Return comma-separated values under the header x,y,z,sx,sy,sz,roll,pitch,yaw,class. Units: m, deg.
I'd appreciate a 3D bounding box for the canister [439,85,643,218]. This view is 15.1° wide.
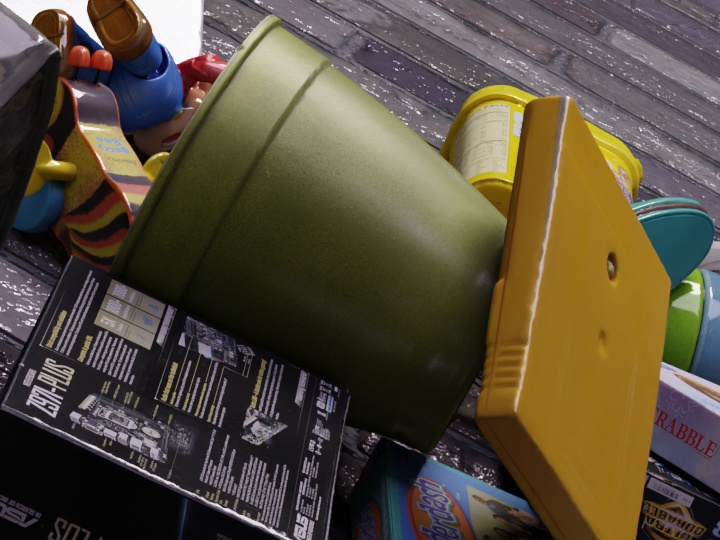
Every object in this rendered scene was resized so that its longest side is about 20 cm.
x,y,z,sx,sy,sz,roll,pitch,yaw,class
0.130,-0.048,1.970,0.148,0.087,0.200,26,21,-6,canister

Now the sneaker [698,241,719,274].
x,y,z,sx,sy,sz,roll,pitch,yaw,class
0.295,0.038,1.990,0.200,0.075,0.082,18,21,-29,sneaker

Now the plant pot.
x,y,z,sx,sy,sz,roll,pitch,yaw,class
-0.013,-0.003,1.457,0.193,0.200,0.200,30,20,3,plant pot

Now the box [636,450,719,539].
x,y,z,sx,sy,sz,roll,pitch,yaw,class
0.186,0.135,1.586,0.198,0.050,0.200,27,6,-6,box

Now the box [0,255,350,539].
x,y,z,sx,sy,sz,roll,pitch,yaw,class
-0.100,0.095,1.309,0.164,0.086,0.200,26,20,-7,box

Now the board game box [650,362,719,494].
x,y,z,sx,sy,sz,roll,pitch,yaw,class
0.235,0.109,1.603,0.200,0.041,0.199,22,7,-43,board game box

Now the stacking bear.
x,y,z,sx,sy,sz,roll,pitch,yaw,class
0.180,0.043,1.781,0.200,0.122,0.114,14,-13,-6,stacking bear

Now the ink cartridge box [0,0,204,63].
x,y,z,sx,sy,sz,roll,pitch,yaw,class
-0.202,-0.173,1.858,0.196,0.043,0.200,20,48,-23,ink cartridge box

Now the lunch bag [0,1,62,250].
x,y,z,sx,sy,sz,roll,pitch,yaw,class
-0.257,-0.085,1.428,0.164,0.200,0.118,40,62,11,lunch bag

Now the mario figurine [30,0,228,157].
x,y,z,sx,sy,sz,roll,pitch,yaw,class
-0.128,-0.099,1.720,0.123,0.106,0.200,16,-11,28,mario figurine

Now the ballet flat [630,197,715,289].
x,y,z,sx,sy,sz,roll,pitch,yaw,class
0.136,0.000,1.702,0.070,0.067,0.200,19,38,42,ballet flat

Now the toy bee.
x,y,z,sx,sy,sz,roll,pitch,yaw,class
-0.170,-0.071,1.593,0.200,0.109,0.131,35,22,17,toy bee

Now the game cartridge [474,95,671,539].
x,y,z,sx,sy,sz,roll,pitch,yaw,class
0.113,0.039,1.420,0.176,0.032,0.200,56,38,-46,game cartridge

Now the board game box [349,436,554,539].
x,y,z,sx,sy,sz,roll,pitch,yaw,class
0.092,0.175,1.430,0.200,0.045,0.152,25,20,-11,board game box
